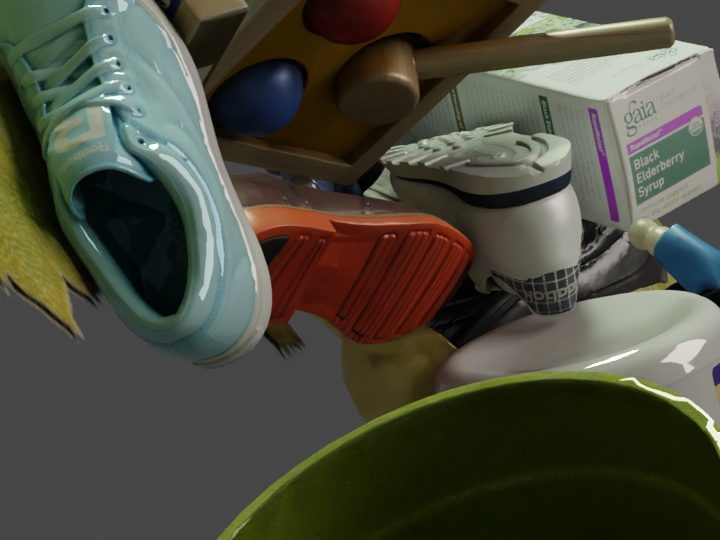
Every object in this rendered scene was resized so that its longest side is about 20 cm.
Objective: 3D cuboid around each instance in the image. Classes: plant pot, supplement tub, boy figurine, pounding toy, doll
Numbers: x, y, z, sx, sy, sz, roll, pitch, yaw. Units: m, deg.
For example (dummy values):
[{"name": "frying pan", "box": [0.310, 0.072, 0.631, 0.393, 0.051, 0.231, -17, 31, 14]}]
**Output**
[{"name": "plant pot", "box": [0.062, 0.172, 0.849, 0.200, 0.200, 0.193, -100, 167, -62]}, {"name": "supplement tub", "box": [0.126, 0.124, 1.198, 0.145, 0.145, 0.200, -68, 144, -76]}, {"name": "boy figurine", "box": [0.000, 0.000, 1.295, 0.124, 0.064, 0.200, 51, 10, -42]}, {"name": "pounding toy", "box": [0.006, -0.125, 1.209, 0.200, 0.184, 0.142, 10, 46, -48]}, {"name": "doll", "box": [0.169, 0.036, 1.260, 0.200, 0.048, 0.137, -29, -96, 62]}]

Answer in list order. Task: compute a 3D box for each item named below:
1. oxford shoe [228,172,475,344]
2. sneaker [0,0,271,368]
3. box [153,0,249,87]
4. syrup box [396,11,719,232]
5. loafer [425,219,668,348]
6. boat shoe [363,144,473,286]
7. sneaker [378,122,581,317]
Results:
[{"name": "oxford shoe", "box": [-0.019, -0.015, 1.164, 0.073, 0.071, 0.200, 42, 18, 32]}, {"name": "sneaker", "box": [-0.098, -0.056, 1.008, 0.200, 0.074, 0.082, 59, 9, 11]}, {"name": "box", "box": [-0.124, -0.162, 1.114, 0.200, 0.032, 0.121, 62, -31, 16]}, {"name": "syrup box", "box": [0.104, -0.088, 1.377, 0.200, 0.079, 0.082, 21, -49, 50]}, {"name": "loafer", "box": [0.097, 0.025, 1.362, 0.072, 0.200, 0.073, 57, -27, -12]}, {"name": "boat shoe", "box": [0.023, -0.028, 1.465, 0.200, 0.073, 0.065, 51, -33, 34]}, {"name": "sneaker", "box": [0.062, -0.029, 1.289, 0.200, 0.076, 0.081, -137, -151, -75]}]
